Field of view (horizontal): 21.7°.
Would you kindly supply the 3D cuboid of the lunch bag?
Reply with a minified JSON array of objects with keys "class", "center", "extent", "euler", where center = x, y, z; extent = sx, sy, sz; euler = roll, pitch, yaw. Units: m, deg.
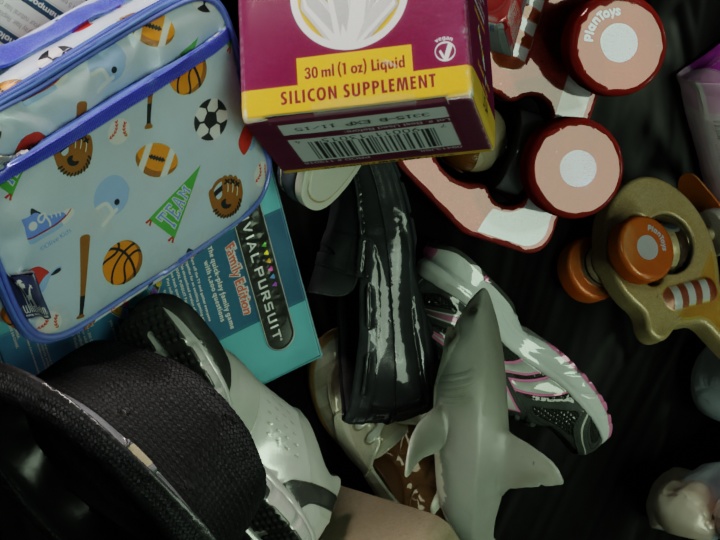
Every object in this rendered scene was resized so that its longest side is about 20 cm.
[{"class":"lunch bag","center":[-0.148,-0.064,1.022],"extent":[0.200,0.076,0.160],"euler":[-36,130,-29]}]

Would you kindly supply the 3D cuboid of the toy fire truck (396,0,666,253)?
[{"class":"toy fire truck","center":[0.091,-0.122,1.225],"extent":[0.168,0.112,0.200],"euler":[18,93,-11]}]

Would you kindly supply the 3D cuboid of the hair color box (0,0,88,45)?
[{"class":"hair color box","center":[-0.166,-0.176,1.058],"extent":[0.100,0.061,0.200],"euler":[33,85,-36]}]

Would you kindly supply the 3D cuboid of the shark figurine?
[{"class":"shark figurine","center":[0.090,0.135,1.196],"extent":[0.128,0.089,0.215],"euler":[-59,148,-48]}]

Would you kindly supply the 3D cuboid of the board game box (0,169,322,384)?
[{"class":"board game box","center":[-0.133,0.023,1.146],"extent":[0.200,0.047,0.151],"euler":[-25,117,-25]}]

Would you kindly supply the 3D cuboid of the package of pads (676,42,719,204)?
[{"class":"package of pads","center":[0.312,-0.082,1.383],"extent":[0.120,0.076,0.200],"euler":[-33,119,-22]}]

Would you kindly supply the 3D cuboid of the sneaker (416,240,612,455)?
[{"class":"sneaker","center":[0.086,0.068,1.294],"extent":[0.086,0.080,0.200],"euler":[-47,114,-3]}]

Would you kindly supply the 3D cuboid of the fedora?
[{"class":"fedora","center":[-0.125,0.106,1.053],"extent":[0.092,0.201,0.201],"euler":[-45,124,-31]}]

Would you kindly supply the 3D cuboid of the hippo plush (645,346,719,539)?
[{"class":"hippo plush","center":[0.318,0.131,1.399],"extent":[0.200,0.159,0.161],"euler":[12,86,-16]}]

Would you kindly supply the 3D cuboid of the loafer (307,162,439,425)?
[{"class":"loafer","center":[0.000,0.000,1.198],"extent":[0.070,0.068,0.201],"euler":[-12,93,-15]}]

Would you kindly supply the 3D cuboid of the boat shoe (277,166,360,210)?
[{"class":"boat shoe","center":[-0.018,-0.137,1.153],"extent":[0.075,0.062,0.200],"euler":[17,88,-67]}]

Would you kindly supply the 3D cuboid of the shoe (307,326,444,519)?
[{"class":"shoe","center":[0.028,0.120,1.274],"extent":[0.070,0.053,0.200],"euler":[-39,121,-17]}]

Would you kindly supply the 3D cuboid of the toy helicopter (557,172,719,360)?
[{"class":"toy helicopter","center":[0.245,0.015,1.343],"extent":[0.200,0.079,0.132],"euler":[49,59,-9]}]

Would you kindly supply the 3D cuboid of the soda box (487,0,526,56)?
[{"class":"soda box","center":[0.086,-0.240,1.157],"extent":[0.063,0.070,0.200],"euler":[58,48,-77]}]

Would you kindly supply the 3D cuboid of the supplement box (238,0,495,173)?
[{"class":"supplement box","center":[0.003,-0.168,1.067],"extent":[0.103,0.131,0.200],"euler":[51,34,-72]}]

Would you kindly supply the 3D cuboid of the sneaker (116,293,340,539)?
[{"class":"sneaker","center":[-0.079,0.092,1.143],"extent":[0.200,0.074,0.080],"euler":[62,38,-23]}]

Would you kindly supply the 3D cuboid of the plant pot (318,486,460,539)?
[{"class":"plant pot","center":[-0.011,0.252,1.213],"extent":[0.177,0.200,0.200],"euler":[-48,124,-25]}]
